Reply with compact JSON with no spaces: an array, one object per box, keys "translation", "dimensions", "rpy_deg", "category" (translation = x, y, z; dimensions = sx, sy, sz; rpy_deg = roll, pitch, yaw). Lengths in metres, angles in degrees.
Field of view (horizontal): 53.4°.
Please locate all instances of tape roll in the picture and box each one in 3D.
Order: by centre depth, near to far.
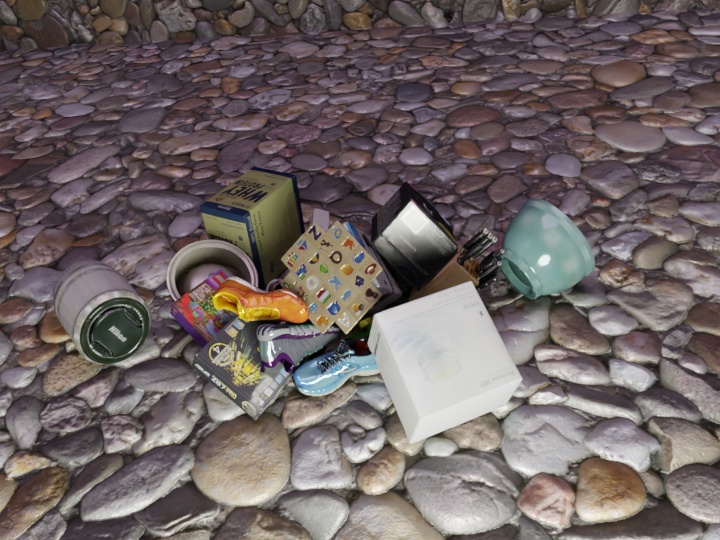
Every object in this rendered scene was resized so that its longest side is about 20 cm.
[{"translation":[-0.100,-0.028,1.538],"dimensions":[0.036,0.207,0.205],"rpy_deg":[9,34,-7],"category":"tape roll"}]

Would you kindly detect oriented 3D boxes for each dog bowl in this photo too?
[{"translation":[-0.318,0.037,1.536],"dimensions":[0.194,0.074,0.205],"rpy_deg":[8,55,-12],"category":"dog bowl"}]

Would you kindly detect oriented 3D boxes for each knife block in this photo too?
[{"translation":[0.196,-0.006,1.481],"dimensions":[0.194,0.180,0.064],"rpy_deg":[6,34,18],"category":"knife block"}]

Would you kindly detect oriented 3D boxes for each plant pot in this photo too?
[{"translation":[0.368,-0.029,1.493],"dimensions":[0.133,0.202,0.200],"rpy_deg":[-39,42,-9],"category":"plant pot"}]

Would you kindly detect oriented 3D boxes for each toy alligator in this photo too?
[{"translation":[0.013,0.130,1.434],"dimensions":[0.196,0.061,0.054],"rpy_deg":[-25,-5,-9],"category":"toy alligator"}]

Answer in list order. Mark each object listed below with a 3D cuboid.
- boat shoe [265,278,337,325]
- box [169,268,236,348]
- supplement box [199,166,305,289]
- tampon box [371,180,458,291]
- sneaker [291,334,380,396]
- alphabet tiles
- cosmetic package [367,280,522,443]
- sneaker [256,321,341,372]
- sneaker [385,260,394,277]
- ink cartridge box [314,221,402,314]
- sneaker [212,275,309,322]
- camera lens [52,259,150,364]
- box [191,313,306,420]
[{"translation":[-0.093,0.071,1.432],"dimensions":[0.196,0.074,0.060],"rpy_deg":[20,-7,-14],"category":"boat shoe"},{"translation":[-0.265,0.108,1.432],"dimensions":[0.200,0.039,0.136],"rpy_deg":[44,51,9],"category":"box"},{"translation":[-0.241,-0.099,1.663],"dimensions":[0.131,0.205,0.200],"rpy_deg":[14,39,29],"category":"supplement box"},{"translation":[0.114,-0.081,1.548],"dimensions":[0.126,0.150,0.201],"rpy_deg":[-44,12,14],"category":"tampon box"},{"translation":[-0.039,0.163,1.340],"dimensions":[0.195,0.091,0.079],"rpy_deg":[-21,51,-14],"category":"sneaker"},{"translation":[-0.057,0.012,1.347],"dimensions":[0.167,0.006,0.200],"rpy_deg":[-46,71,5],"category":"alphabet tiles"},{"translation":[0.141,0.157,1.245],"dimensions":[0.194,0.124,0.204],"rpy_deg":[-17,63,-16],"category":"cosmetic package"},{"translation":[-0.118,0.145,1.359],"dimensions":[0.196,0.091,0.073],"rpy_deg":[2,1,-44],"category":"sneaker"},{"translation":[0.041,-0.028,1.632],"dimensions":[0.080,0.079,0.200],"rpy_deg":[-13,35,-22],"category":"sneaker"},{"translation":[0.000,0.000,1.443],"dimensions":[0.083,0.200,0.147],"rpy_deg":[-30,76,10],"category":"ink cartridge box"},{"translation":[-0.188,0.072,1.348],"dimensions":[0.194,0.074,0.078],"rpy_deg":[10,42,20],"category":"sneaker"},{"translation":[-0.538,0.085,1.485],"dimensions":[0.158,0.164,0.199],"rpy_deg":[-27,39,-27],"category":"camera lens"},{"translation":[-0.198,0.160,1.364],"dimensions":[0.160,0.049,0.200],"rpy_deg":[39,46,4],"category":"box"}]
